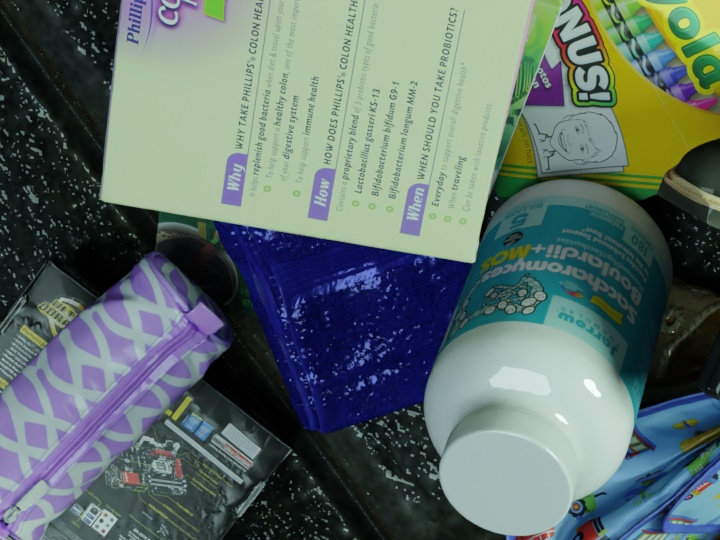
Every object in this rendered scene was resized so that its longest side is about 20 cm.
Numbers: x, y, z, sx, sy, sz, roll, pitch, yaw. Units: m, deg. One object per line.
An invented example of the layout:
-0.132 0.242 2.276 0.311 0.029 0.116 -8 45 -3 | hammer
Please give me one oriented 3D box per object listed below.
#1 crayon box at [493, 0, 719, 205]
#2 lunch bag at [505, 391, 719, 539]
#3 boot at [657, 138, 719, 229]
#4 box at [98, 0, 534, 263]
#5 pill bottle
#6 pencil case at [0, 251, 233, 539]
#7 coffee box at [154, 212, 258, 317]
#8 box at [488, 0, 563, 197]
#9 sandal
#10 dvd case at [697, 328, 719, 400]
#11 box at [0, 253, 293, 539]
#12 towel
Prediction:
0.123 -0.136 1.239 0.172 0.058 0.201 -23 103 32 | crayon box
0.190 0.109 1.271 0.200 0.150 0.095 -34 65 28 | lunch bag
0.240 -0.095 1.136 0.077 0.199 0.139 36 123 34 | boot
-0.021 -0.116 1.136 0.198 0.097 0.177 9 125 -2 | box
0.098 0.048 1.194 0.110 0.200 0.111 9 128 12 | pill bottle
-0.166 0.080 1.372 0.084 0.086 0.200 41 97 -14 | pencil case
-0.059 -0.069 1.366 0.122 0.044 0.201 20 121 15 | coffee box
-0.006 -0.116 1.213 0.199 0.036 0.145 15 125 -7 | box
0.178 0.040 1.293 0.211 0.077 0.070 -25 82 42 | sandal
0.255 0.003 1.149 0.018 0.199 0.143 32 106 37 | dvd case
-0.168 0.114 1.448 0.200 0.049 0.160 37 92 -6 | box
0.000 0.000 1.330 0.147 0.050 0.201 -16 119 10 | towel
